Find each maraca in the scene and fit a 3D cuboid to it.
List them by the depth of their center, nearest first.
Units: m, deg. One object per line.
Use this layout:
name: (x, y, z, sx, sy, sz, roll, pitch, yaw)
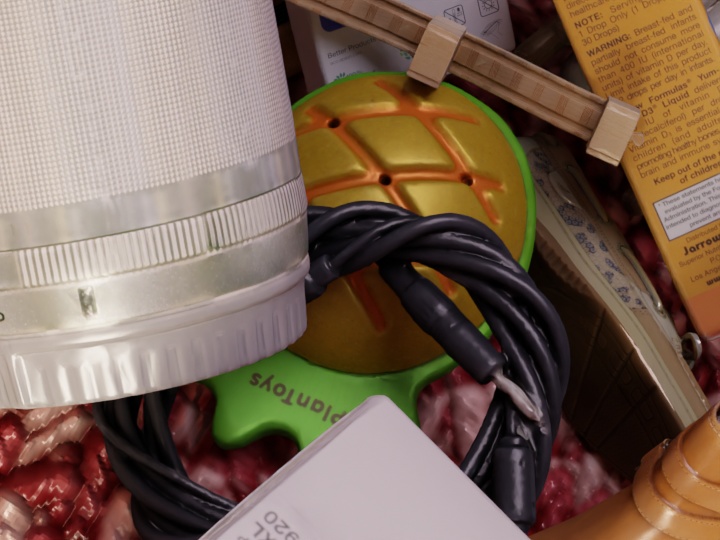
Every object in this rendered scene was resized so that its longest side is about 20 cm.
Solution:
maraca: (0.000, 0.000, 1.301, 0.136, 0.107, 0.201, 21, 67, 10)

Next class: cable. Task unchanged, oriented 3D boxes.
cable: (-0.016, 0.051, 1.226, 0.199, 0.051, 0.164, 6, 87, 14)

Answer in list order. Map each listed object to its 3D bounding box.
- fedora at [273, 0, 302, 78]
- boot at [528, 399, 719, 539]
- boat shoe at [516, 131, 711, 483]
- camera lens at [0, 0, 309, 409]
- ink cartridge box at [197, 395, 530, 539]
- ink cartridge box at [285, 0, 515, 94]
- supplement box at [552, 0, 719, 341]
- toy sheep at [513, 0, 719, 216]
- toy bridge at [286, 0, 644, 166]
fedora: (-0.077, -0.178, 1.380, 0.199, 0.202, 0.082, 3, 19, -25)
boot: (0.116, 0.108, 1.243, 0.199, 0.155, 0.074, -17, 66, -34)
boat shoe: (0.114, 0.015, 1.364, 0.062, 0.073, 0.201, -18, 65, -32)
camera lens: (-0.107, -0.062, 1.150, 0.159, 0.160, 0.201, -17, 103, -35)
ink cartridge box: (-0.020, 0.178, 1.095, 0.147, 0.200, 0.145, 43, 49, 8)
ink cartridge box: (0.004, -0.179, 1.345, 0.099, 0.201, 0.039, -20, 29, -15)
supplement box: (0.143, -0.073, 1.352, 0.069, 0.067, 0.201, -25, 93, 5)
toy sheep: (0.154, -0.113, 1.442, 0.200, 0.138, 0.138, 54, 49, -7)
toy bridge: (0.035, -0.098, 1.313, 0.199, 0.027, 0.067, 25, 9, 1)
